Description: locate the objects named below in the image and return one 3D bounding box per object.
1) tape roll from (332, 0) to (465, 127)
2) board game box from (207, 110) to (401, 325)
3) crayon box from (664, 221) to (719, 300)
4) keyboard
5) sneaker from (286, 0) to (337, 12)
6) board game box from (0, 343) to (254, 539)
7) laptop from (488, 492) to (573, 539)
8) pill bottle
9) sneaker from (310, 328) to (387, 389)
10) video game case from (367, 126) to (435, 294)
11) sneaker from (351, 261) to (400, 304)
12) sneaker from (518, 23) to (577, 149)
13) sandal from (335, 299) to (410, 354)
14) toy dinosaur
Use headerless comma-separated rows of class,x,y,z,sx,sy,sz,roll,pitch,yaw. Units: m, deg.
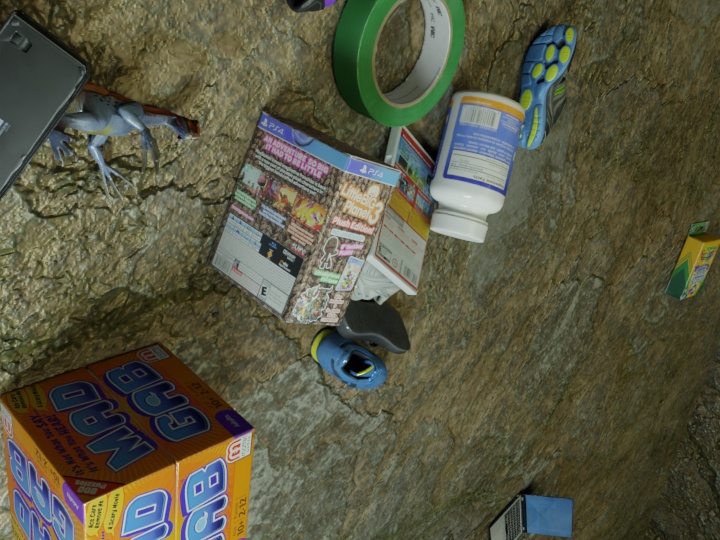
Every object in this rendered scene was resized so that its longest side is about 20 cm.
tape roll,0.053,-0.289,1.034,0.199,0.048,0.203,-28,132,-35
board game box,-0.070,-0.060,0.957,0.096,0.159,0.202,8,109,-51
crayon box,0.902,-0.027,2.175,0.125,0.051,0.202,-9,120,-45
keyboard,-0.330,-0.131,0.670,0.127,0.021,0.200,36,105,-27
sneaker,-0.063,-0.360,0.838,0.099,0.069,0.202,-36,137,-24
board game box,-0.260,0.239,0.906,0.198,0.199,0.202,-17,126,-41
laptop,0.435,0.667,2.055,0.199,0.115,0.189,-38,137,-26
pill bottle,0.163,-0.148,1.170,0.111,0.111,0.203,14,90,-51
sneaker,0.000,0.154,1.249,0.066,0.078,0.200,-57,144,-5
video game case,0.063,-0.085,1.141,0.143,0.017,0.202,38,60,-53
sneaker,0.000,0.000,1.154,0.087,0.075,0.199,-47,138,8
sneaker,0.298,-0.297,1.303,0.082,0.070,0.202,-27,135,-54
sandal,0.013,0.084,1.237,0.043,0.077,0.199,-25,152,27
toy dinosaur,-0.234,-0.154,0.774,0.181,0.104,0.202,-45,133,-50
